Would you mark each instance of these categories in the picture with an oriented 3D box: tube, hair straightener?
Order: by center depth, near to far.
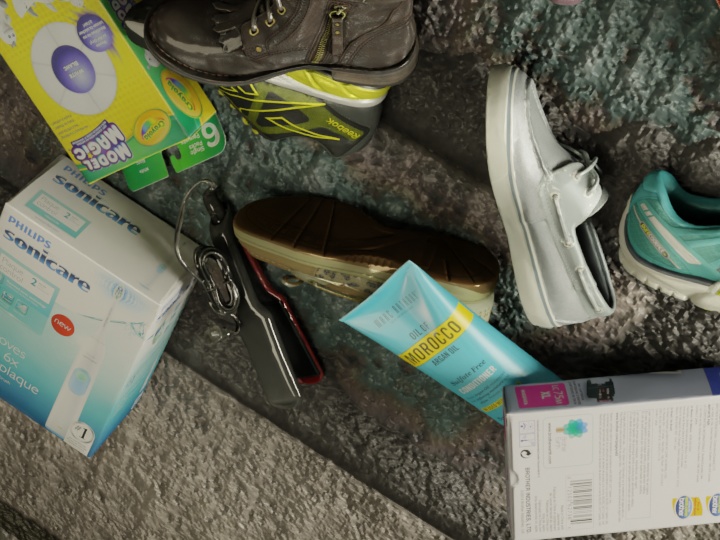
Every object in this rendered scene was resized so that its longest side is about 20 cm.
[{"bbox_3d":[0.085,0.067,1.236,0.200,0.050,0.077,35,122,-20],"label":"tube"},{"bbox_3d":[-0.089,0.023,1.318,0.041,0.077,0.200,-4,120,32],"label":"hair straightener"}]

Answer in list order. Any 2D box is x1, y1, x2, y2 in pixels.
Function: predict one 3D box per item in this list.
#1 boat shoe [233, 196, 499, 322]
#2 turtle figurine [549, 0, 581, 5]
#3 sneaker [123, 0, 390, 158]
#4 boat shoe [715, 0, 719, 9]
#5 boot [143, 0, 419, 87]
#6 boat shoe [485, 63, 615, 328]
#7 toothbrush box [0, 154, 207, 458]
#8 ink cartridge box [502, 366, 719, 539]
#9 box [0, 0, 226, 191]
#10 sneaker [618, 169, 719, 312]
[{"bbox_3d":[0.000,0.000,1.256,0.199,0.073,0.063,17,128,15],"label":"boat shoe"},{"bbox_3d":[0.111,-0.251,1.008,0.149,0.101,0.200,26,136,10],"label":"turtle figurine"},{"bbox_3d":[-0.076,-0.132,1.203,0.200,0.075,0.085,20,130,15],"label":"sneaker"},{"bbox_3d":[0.263,-0.129,1.031,0.071,0.063,0.200,-28,105,41],"label":"boat shoe"},{"bbox_3d":[-0.043,-0.182,1.074,0.199,0.069,0.174,2,158,1],"label":"boot"},{"bbox_3d":[0.132,-0.051,1.161,0.071,0.070,0.201,-5,123,18],"label":"boat shoe"},{"bbox_3d":[-0.228,0.031,1.394,0.146,0.085,0.200,34,130,3],"label":"toothbrush box"},{"bbox_3d":[0.201,0.128,1.225,0.199,0.042,0.120,-4,124,2],"label":"ink cartridge box"},{"bbox_3d":[-0.193,-0.149,1.275,0.117,0.048,0.200,-20,112,37],"label":"box"},{"bbox_3d":[0.262,-0.007,1.112,0.199,0.078,0.080,18,120,16],"label":"sneaker"}]
